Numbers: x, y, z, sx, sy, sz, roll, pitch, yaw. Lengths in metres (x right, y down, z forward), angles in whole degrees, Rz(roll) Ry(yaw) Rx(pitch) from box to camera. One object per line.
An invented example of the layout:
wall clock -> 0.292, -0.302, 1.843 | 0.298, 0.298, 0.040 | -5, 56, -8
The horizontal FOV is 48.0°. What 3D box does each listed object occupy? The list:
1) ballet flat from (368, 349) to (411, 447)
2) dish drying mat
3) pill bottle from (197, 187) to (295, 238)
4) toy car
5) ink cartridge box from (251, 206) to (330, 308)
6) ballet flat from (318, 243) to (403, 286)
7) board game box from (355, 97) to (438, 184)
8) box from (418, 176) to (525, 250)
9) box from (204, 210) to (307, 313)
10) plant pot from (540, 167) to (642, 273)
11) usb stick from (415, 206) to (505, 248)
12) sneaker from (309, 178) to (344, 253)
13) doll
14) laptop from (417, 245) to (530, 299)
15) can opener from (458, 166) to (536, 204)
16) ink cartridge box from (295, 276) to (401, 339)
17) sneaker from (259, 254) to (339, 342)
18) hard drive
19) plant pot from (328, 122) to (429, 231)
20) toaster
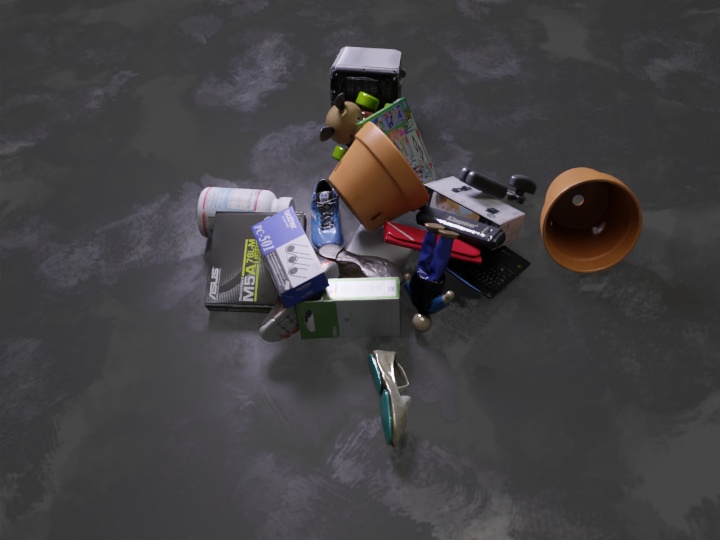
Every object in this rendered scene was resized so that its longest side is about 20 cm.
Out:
ballet flat -> 0.060, 0.216, 1.417 | 0.061, 0.068, 0.203 | -2, 45, -12
dish drying mat -> 0.141, -0.056, 1.584 | 0.195, 0.019, 0.077 | 12, 28, -8
pill bottle -> -0.242, -0.119, 1.728 | 0.194, 0.110, 0.110 | 4, 46, 8
toy car -> -0.016, -0.320, 1.804 | 0.156, 0.199, 0.168 | 29, 98, 29
ink cartridge box -> -0.135, -0.029, 1.531 | 0.092, 0.045, 0.202 | -27, 47, -3
ballet flat -> 0.000, 0.000, 1.599 | 0.196, 0.047, 0.067 | 20, 45, 27
board game box -> 0.083, -0.259, 1.790 | 0.133, 0.204, 0.029 | -33, 18, -27
box -> 0.234, -0.124, 1.707 | 0.198, 0.061, 0.115 | 32, 32, 29
box -> -0.208, -0.018, 1.620 | 0.187, 0.048, 0.206 | 3, 72, 4
plant pot -> 0.452, -0.118, 1.632 | 0.194, 0.205, 0.141 | -2, 29, 2
usb stick -> 0.199, -0.088, 1.633 | 0.197, 0.033, 0.055 | 22, 38, 35
sneaker -> -0.079, -0.119, 1.730 | 0.076, 0.090, 0.203 | -8, 46, -2
doll -> 0.132, 0.021, 1.515 | 0.048, 0.205, 0.135 | 0, 20, -39
laptop -> 0.216, -0.036, 1.618 | 0.198, 0.105, 0.176 | -36, 54, -24
can opener -> 0.293, -0.187, 1.734 | 0.196, 0.068, 0.052 | 11, 16, -36
ink cartridge box -> -0.021, 0.072, 1.532 | 0.194, 0.105, 0.060 | -3, 45, 2
sneaker -> -0.128, 0.050, 1.544 | 0.081, 0.078, 0.200 | 34, 70, 32
hard drive -> 0.024, -0.010, 1.662 | 0.129, 0.027, 0.202 | 14, 49, 18
plant pot -> 0.028, -0.177, 1.648 | 0.139, 0.200, 0.201 | -40, 51, 0
toaster -> 0.012, -0.431, 1.963 | 0.194, 0.184, 0.120 | 5, 40, 10
